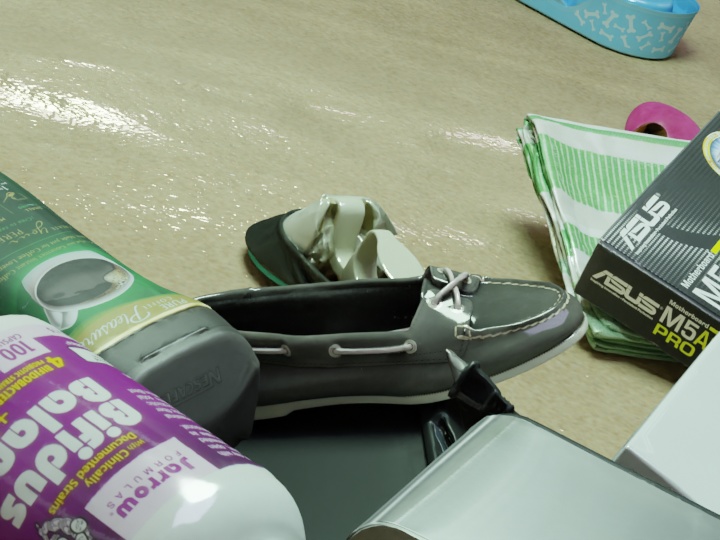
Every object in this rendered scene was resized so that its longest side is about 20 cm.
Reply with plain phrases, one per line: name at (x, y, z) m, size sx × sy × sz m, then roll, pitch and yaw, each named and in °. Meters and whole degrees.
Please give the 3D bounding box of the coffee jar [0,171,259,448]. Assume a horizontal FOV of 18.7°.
coffee jar at (-0.145, 0.032, 1.027) m, size 0.199 × 0.086 × 0.104 m, roll 31°, pitch 39°, yaw 31°

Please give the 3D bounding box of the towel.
towel at (0.186, -0.019, 1.381) m, size 0.151 × 0.023 × 0.201 m, roll 8°, pitch 42°, yaw -21°

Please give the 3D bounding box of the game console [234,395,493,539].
game console at (0.021, 0.131, 1.008) m, size 0.176 × 0.116 × 0.200 m, roll 42°, pitch 17°, yaw -20°

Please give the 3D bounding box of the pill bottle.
pill bottle at (-0.093, 0.108, 0.861) m, size 0.199 × 0.113 × 0.112 m, roll 30°, pitch 26°, yaw 30°

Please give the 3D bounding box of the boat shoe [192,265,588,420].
boat shoe at (0.006, 0.027, 1.035) m, size 0.198 × 0.057 × 0.067 m, roll -11°, pitch 25°, yaw 16°

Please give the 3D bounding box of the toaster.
toaster at (0.067, 0.162, 0.759) m, size 0.199 × 0.182 × 0.118 m, roll 27°, pitch 26°, yaw 21°

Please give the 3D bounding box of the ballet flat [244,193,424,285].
ballet flat at (0.000, 0.000, 1.225) m, size 0.068 × 0.069 × 0.200 m, roll 0°, pitch 28°, yaw -34°

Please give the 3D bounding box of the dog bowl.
dog bowl at (0.209, -0.247, 1.951) m, size 0.111 × 0.050 × 0.200 m, roll -9°, pitch 35°, yaw -46°

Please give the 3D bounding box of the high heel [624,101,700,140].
high heel at (0.188, -0.072, 1.521) m, size 0.095 × 0.068 × 0.201 m, roll 20°, pitch 34°, yaw -18°

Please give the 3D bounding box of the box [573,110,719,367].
box at (0.243, -0.004, 1.340) m, size 0.160 × 0.044 × 0.200 m, roll 35°, pitch 40°, yaw 12°

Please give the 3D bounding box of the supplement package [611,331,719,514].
supplement package at (0.177, 0.146, 0.895) m, size 0.200 × 0.111 × 0.156 m, roll 40°, pitch 27°, yaw 8°
